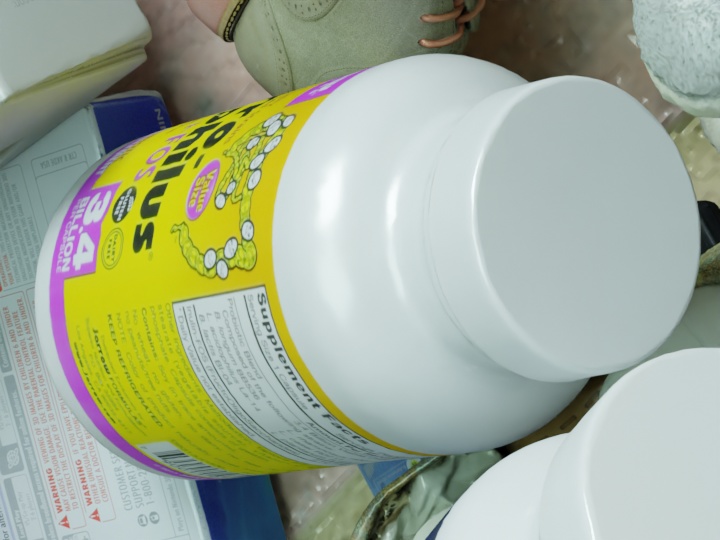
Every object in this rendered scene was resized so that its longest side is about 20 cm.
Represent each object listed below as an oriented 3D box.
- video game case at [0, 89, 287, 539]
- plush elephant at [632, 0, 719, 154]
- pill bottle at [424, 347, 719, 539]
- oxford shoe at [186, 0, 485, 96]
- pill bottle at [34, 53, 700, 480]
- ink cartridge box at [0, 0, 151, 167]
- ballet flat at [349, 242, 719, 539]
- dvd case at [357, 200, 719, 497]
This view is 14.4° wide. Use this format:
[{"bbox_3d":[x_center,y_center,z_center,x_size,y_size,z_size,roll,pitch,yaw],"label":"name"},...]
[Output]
[{"bbox_3d":[-0.117,0.062,0.924,0.180,0.045,0.201,-15,90,33],"label":"video game case"},{"bbox_3d":[0.107,-0.102,0.703,0.155,0.199,0.166,-18,74,55],"label":"plush elephant"},{"bbox_3d":[0.053,0.111,0.701,0.116,0.115,0.200,52,140,14],"label":"pill bottle"},{"bbox_3d":[0.016,-0.098,0.774,0.074,0.071,0.200,53,155,6],"label":"oxford shoe"},{"bbox_3d":[0.000,0.000,0.771,0.200,0.104,0.105,-12,92,54],"label":"pill bottle"},{"bbox_3d":[-0.176,-0.108,0.838,0.145,0.083,0.201,-32,90,33],"label":"ink cartridge box"},{"bbox_3d":[0.070,0.049,0.772,0.200,0.071,0.071,-36,79,31],"label":"ballet flat"},{"bbox_3d":[0.093,0.100,0.816,0.142,0.018,0.201,-34,79,31],"label":"dvd case"}]
